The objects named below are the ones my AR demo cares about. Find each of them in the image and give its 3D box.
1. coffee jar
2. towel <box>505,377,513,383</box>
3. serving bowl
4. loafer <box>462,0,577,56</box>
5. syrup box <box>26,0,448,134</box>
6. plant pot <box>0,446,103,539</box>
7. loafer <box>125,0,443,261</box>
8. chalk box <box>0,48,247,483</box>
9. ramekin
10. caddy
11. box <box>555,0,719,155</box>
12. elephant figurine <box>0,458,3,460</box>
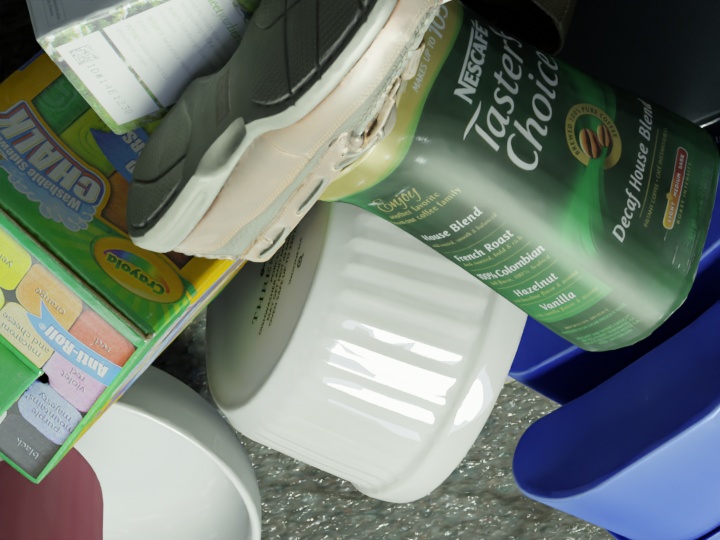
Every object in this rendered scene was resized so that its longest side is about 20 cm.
[{"bbox_3d":[0.048,-0.053,1.212,0.200,0.105,0.085,28,152,-24],"label":"coffee jar"},{"bbox_3d":[0.070,0.009,1.549,0.143,0.023,0.200,-10,149,-2],"label":"towel"},{"bbox_3d":[-0.145,0.102,1.554,0.199,0.066,0.200,7,140,6],"label":"serving bowl"},{"bbox_3d":[0.015,-0.135,1.251,0.200,0.068,0.076,6,145,-28],"label":"loafer"},{"bbox_3d":[-0.028,-0.136,1.127,0.200,0.082,0.079,-22,149,9],"label":"syrup box"},{"bbox_3d":[-0.208,0.174,1.463,0.199,0.179,0.200,6,139,5],"label":"plant pot"},{"bbox_3d":[-0.018,-0.063,1.096,0.063,0.072,0.200,19,144,-25],"label":"loafer"},{"bbox_3d":[-0.130,-0.008,1.254,0.124,0.200,0.124,41,134,0],"label":"chalk box"},{"bbox_3d":[0.000,0.000,1.351,0.094,0.203,0.202,15,141,-20],"label":"ramekin"},{"bbox_3d":[0.153,0.041,1.310,0.105,0.142,0.200,19,138,-37],"label":"caddy"},{"bbox_3d":[0.188,-0.070,1.382,0.148,0.107,0.200,-22,148,17],"label":"box"},{"bbox_3d":[-0.250,0.018,1.353,0.199,0.142,0.155,3,121,-26],"label":"elephant figurine"}]
